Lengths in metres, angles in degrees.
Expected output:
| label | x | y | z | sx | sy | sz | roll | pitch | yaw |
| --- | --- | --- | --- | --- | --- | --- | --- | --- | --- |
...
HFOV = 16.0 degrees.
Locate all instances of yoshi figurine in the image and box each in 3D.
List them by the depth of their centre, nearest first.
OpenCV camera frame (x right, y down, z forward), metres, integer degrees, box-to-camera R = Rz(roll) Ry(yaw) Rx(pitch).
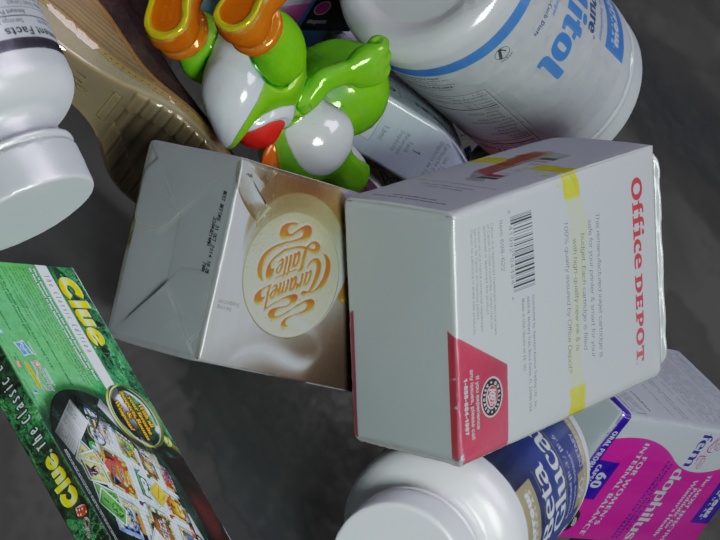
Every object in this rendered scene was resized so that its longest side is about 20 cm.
| label | x | y | z | sx | sy | sz | roll | pitch | yaw |
| --- | --- | --- | --- | --- | --- | --- | --- | --- | --- |
| yoshi figurine | -0.042 | -0.123 | 1.514 | 0.113 | 0.112 | 0.200 | 58 | 4 | 38 |

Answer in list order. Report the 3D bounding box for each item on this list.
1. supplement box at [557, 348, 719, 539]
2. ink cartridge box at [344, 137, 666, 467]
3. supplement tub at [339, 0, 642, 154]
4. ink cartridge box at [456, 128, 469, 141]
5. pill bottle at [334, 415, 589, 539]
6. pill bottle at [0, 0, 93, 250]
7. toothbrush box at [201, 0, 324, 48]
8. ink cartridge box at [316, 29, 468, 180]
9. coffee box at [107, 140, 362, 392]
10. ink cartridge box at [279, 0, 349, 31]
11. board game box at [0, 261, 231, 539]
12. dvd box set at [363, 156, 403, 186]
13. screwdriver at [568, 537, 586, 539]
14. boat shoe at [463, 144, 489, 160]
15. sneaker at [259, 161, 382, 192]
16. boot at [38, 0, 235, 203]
| label | x | y | z | sx | sy | sz | roll | pitch | yaw |
| --- | --- | --- | --- | --- | --- | --- | --- | --- | --- |
| supplement box | 0.166 | 0.111 | 1.698 | 0.103 | 0.102 | 0.199 | 44 | 19 | 32 |
| ink cartridge box | 0.086 | 0.012 | 1.487 | 0.199 | 0.083 | 0.146 | -18 | 110 | -47 |
| supplement tub | 0.085 | -0.157 | 1.640 | 0.200 | 0.131 | 0.133 | 33 | 33 | -54 |
| ink cartridge box | 0.079 | -0.208 | 1.843 | 0.200 | 0.083 | 0.146 | 93 | -21 | -64 |
| pill bottle | 0.056 | 0.141 | 1.505 | 0.111 | 0.111 | 0.200 | 56 | 27 | -1 |
| pill bottle | -0.216 | -0.114 | 1.333 | 0.111 | 0.111 | 0.201 | -4 | 64 | -60 |
| toothbrush box | -0.056 | -0.239 | 1.700 | 0.199 | 0.146 | 0.086 | 15 | 46 | -51 |
| ink cartridge box | 0.058 | -0.082 | 1.700 | 0.199 | 0.057 | 0.163 | 27 | 14 | -12 |
| coffee box | -0.039 | 0.005 | 1.469 | 0.199 | 0.079 | 0.115 | 16 | 87 | -48 |
| ink cartridge box | -0.005 | -0.231 | 1.626 | 0.094 | 0.200 | 0.037 | -3 | 50 | -37 |
| board game box | -0.138 | 0.079 | 1.315 | 0.105 | 0.023 | 0.201 | 5 | 48 | -56 |
| dvd box set | 0.052 | 0.003 | 1.738 | 0.146 | 0.029 | 0.201 | 2 | 59 | -58 |
| screwdriver | 0.180 | 0.169 | 1.779 | 0.029 | 0.028 | 0.200 | 31 | 20 | 16 |
| boat shoe | 0.138 | -0.016 | 1.865 | 0.201 | 0.074 | 0.093 | 61 | 4 | -20 |
| sneaker | 0.000 | 0.000 | 1.602 | 0.200 | 0.076 | 0.115 | 38 | 34 | 11 |
| boot | -0.127 | -0.130 | 1.541 | 0.200 | 0.072 | 0.167 | 43 | 31 | -17 |
